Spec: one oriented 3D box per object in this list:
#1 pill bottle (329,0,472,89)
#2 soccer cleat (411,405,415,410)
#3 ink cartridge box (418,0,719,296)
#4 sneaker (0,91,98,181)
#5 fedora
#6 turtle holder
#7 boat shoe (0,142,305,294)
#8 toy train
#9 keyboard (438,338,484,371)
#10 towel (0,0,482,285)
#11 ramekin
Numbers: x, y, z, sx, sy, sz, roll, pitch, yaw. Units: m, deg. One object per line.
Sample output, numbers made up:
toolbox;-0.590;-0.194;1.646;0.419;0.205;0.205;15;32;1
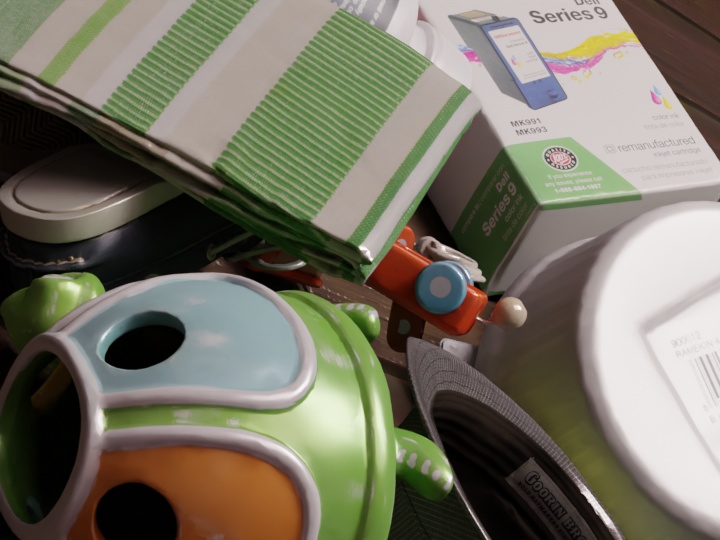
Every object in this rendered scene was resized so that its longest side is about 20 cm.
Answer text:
pill bottle;-0.040;-0.136;1.375;0.200;0.120;0.120;38;23;-26
soccer cleat;0.087;0.145;1.257;0.200;0.065;0.084;50;-10;14
ink cartridge box;0.102;-0.093;1.569;0.145;0.088;0.200;-7;52;-32
sneaker;-0.124;-0.083;1.193;0.200;0.112;0.071;-38;95;-40
fedora;0.046;0.127;1.133;0.200;0.090;0.177;31;28;-55
turtle holder;-0.064;0.055;0.969;0.131;0.141;0.186;13;49;-32
boat shoe;-0.066;-0.029;1.114;0.075;0.062;0.200;24;35;35
toy train;0.000;0.000;1.230;0.150;0.056;0.200;30;3;1
keyboard;0.128;0.082;1.355;0.199;0.011;0.056;14;63;-21
towel;-0.059;-0.080;1.102;0.199;0.023;0.153;27;41;7
ramekin;0.165;0.063;1.316;0.200;0.098;0.201;9;68;-22
